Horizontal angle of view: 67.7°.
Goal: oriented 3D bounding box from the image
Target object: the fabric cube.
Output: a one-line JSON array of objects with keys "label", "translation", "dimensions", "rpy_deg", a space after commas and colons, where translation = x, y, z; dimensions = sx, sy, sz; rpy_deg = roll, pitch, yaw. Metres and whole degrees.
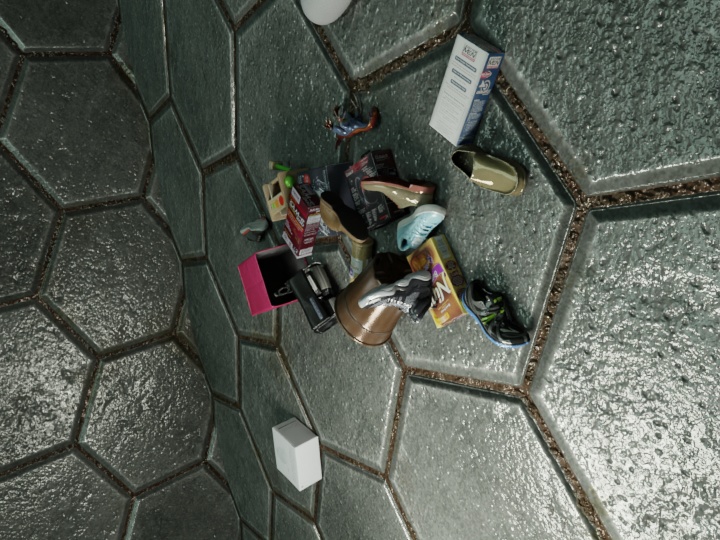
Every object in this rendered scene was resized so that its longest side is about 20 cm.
[{"label": "fabric cube", "translation": [-0.312, 0.032, 1.979], "dimensions": [0.197, 0.192, 0.207], "rpy_deg": [-23, 85, 55]}]

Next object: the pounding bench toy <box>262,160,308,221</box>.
[{"label": "pounding bench toy", "translation": [-0.244, -0.295, 1.816], "dimensions": [0.154, 0.121, 0.207], "rpy_deg": [-18, 88, 55]}]

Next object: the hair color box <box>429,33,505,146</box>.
[{"label": "hair color box", "translation": [0.226, -0.388, 1.161], "dimensions": [0.100, 0.059, 0.205], "rpy_deg": [47, 138, 33]}]

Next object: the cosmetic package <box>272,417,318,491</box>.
[{"label": "cosmetic package", "translation": [-0.266, 0.767, 2.261], "dimensions": [0.197, 0.120, 0.207], "rpy_deg": [19, 118, 51]}]

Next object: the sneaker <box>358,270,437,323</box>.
[{"label": "sneaker", "translation": [0.097, 0.084, 1.336], "dimensions": [0.076, 0.194, 0.118], "rpy_deg": [-114, 3, -85]}]

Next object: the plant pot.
[{"label": "plant pot", "translation": [0.052, 0.070, 1.488], "dimensions": [0.204, 0.196, 0.200], "rpy_deg": [57, 135, 22]}]

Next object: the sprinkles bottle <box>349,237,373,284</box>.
[{"label": "sprinkles bottle", "translation": [0.000, 0.000, 1.630], "dimensions": [0.068, 0.067, 0.207], "rpy_deg": [33, 128, 43]}]

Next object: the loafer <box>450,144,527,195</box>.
[{"label": "loafer", "translation": [0.270, -0.213, 1.159], "dimensions": [0.198, 0.066, 0.079], "rpy_deg": [36, 131, 43]}]

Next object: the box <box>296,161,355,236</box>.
[{"label": "box", "translation": [-0.097, -0.217, 1.653], "dimensions": [0.179, 0.102, 0.208], "rpy_deg": [2, 105, 53]}]

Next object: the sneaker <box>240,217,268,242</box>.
[{"label": "sneaker", "translation": [-0.414, -0.157, 2.182], "dimensions": [0.197, 0.077, 0.083], "rpy_deg": [0, 130, 56]}]

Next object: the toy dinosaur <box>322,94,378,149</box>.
[{"label": "toy dinosaur", "translation": [-0.016, -0.417, 1.518], "dimensions": [0.179, 0.106, 0.201], "rpy_deg": [30, 164, 30]}]

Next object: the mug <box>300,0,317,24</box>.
[{"label": "mug", "translation": [-0.084, -0.765, 1.409], "dimensions": [0.175, 0.143, 0.208], "rpy_deg": [141, 138, -61]}]

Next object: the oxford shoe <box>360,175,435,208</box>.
[{"label": "oxford shoe", "translation": [0.090, -0.194, 1.361], "dimensions": [0.193, 0.070, 0.078], "rpy_deg": [13, 117, 20]}]

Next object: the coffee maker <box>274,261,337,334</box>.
[{"label": "coffee maker", "translation": [-0.160, 0.108, 1.815], "dimensions": [0.191, 0.133, 0.204], "rpy_deg": [-40, 69, 27]}]

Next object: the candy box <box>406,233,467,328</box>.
[{"label": "candy box", "translation": [0.203, 0.028, 1.361], "dimensions": [0.116, 0.055, 0.206], "rpy_deg": [-39, 72, 53]}]

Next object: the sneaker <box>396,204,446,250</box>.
[{"label": "sneaker", "translation": [0.153, -0.099, 1.350], "dimensions": [0.199, 0.071, 0.085], "rpy_deg": [145, 133, -64]}]

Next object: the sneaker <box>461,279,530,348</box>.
[{"label": "sneaker", "translation": [0.306, 0.098, 1.225], "dimensions": [0.200, 0.069, 0.085], "rpy_deg": [50, 145, 36]}]

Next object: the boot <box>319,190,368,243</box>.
[{"label": "boot", "translation": [-0.048, -0.135, 1.509], "dimensions": [0.200, 0.072, 0.077], "rpy_deg": [47, 139, 28]}]

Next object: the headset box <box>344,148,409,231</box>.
[{"label": "headset box", "translation": [0.039, -0.226, 1.478], "dimensions": [0.147, 0.073, 0.207], "rpy_deg": [-22, 85, 56]}]

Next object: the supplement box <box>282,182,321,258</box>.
[{"label": "supplement box", "translation": [-0.179, -0.151, 1.655], "dimensions": [0.110, 0.059, 0.204], "rpy_deg": [51, 140, 31]}]
